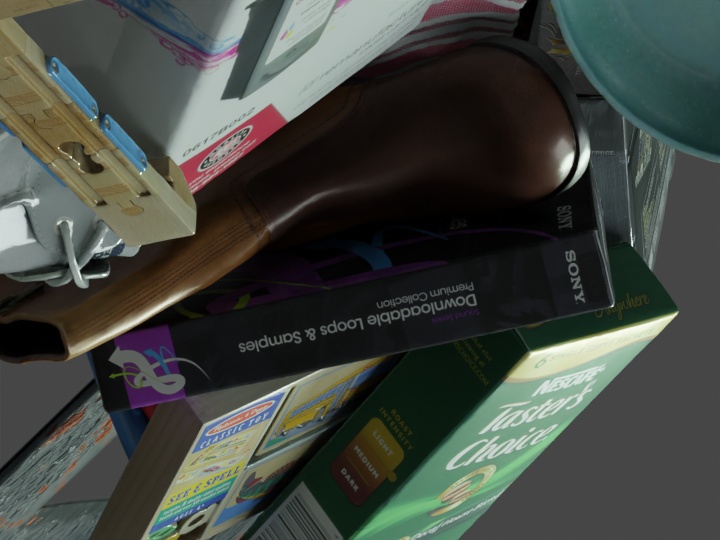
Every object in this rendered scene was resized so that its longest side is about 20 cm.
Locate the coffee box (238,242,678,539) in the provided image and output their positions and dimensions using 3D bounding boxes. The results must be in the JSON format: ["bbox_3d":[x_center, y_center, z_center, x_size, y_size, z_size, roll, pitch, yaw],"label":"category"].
[{"bbox_3d":[0.040,0.072,1.098,0.123,0.044,0.200,-10,147,-52],"label":"coffee box"}]

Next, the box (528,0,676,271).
[{"bbox_3d":[0.117,-0.092,1.160,0.159,0.048,0.201,78,21,-47],"label":"box"}]

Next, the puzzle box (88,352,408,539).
[{"bbox_3d":[-0.015,0.056,1.072,0.199,0.025,0.133,-24,157,-35],"label":"puzzle box"}]

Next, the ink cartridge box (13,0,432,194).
[{"bbox_3d":[-0.025,-0.118,0.757,0.147,0.086,0.200,-38,172,-29],"label":"ink cartridge box"}]

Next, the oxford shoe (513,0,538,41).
[{"bbox_3d":[0.064,-0.138,1.139,0.071,0.071,0.200,-41,170,2],"label":"oxford shoe"}]

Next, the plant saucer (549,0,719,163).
[{"bbox_3d":[0.172,-0.140,1.012,0.200,0.200,0.036,-46,-162,20],"label":"plant saucer"}]

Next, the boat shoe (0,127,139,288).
[{"bbox_3d":[-0.102,-0.031,0.877,0.200,0.069,0.072,-36,170,-39],"label":"boat shoe"}]

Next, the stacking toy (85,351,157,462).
[{"bbox_3d":[-0.022,0.016,1.129,0.199,0.110,0.116,-33,161,31],"label":"stacking toy"}]

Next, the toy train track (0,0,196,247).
[{"bbox_3d":[-0.095,-0.063,0.684,0.114,0.033,0.200,-11,152,17],"label":"toy train track"}]

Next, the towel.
[{"bbox_3d":[0.001,-0.086,1.072,0.145,0.030,0.200,-20,168,-8],"label":"towel"}]

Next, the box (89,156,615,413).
[{"bbox_3d":[0.000,0.000,0.991,0.198,0.036,0.143,-11,-165,6],"label":"box"}]

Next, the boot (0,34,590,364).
[{"bbox_3d":[-0.036,-0.024,0.919,0.199,0.069,0.188,-27,-157,-33],"label":"boot"}]
